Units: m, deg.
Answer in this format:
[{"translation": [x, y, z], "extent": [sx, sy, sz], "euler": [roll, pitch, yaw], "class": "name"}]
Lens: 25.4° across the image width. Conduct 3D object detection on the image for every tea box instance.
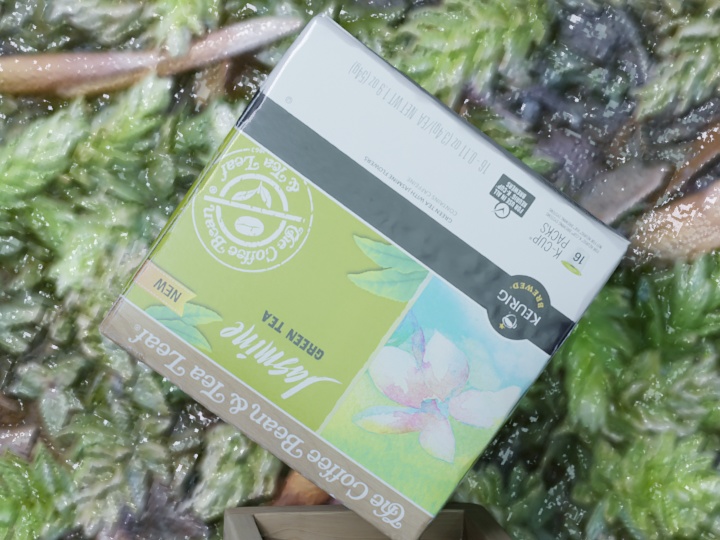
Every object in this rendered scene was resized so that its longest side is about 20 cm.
[{"translation": [0.000, 0.000, 0.853], "extent": [0.199, 0.134, 0.198], "euler": [34, 96, -7], "class": "tea box"}]

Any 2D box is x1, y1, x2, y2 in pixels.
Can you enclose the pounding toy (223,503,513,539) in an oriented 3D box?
[{"translation": [-0.015, 0.215, 0.873], "extent": [0.197, 0.184, 0.144], "euler": [1, 98, -11], "class": "pounding toy"}]
